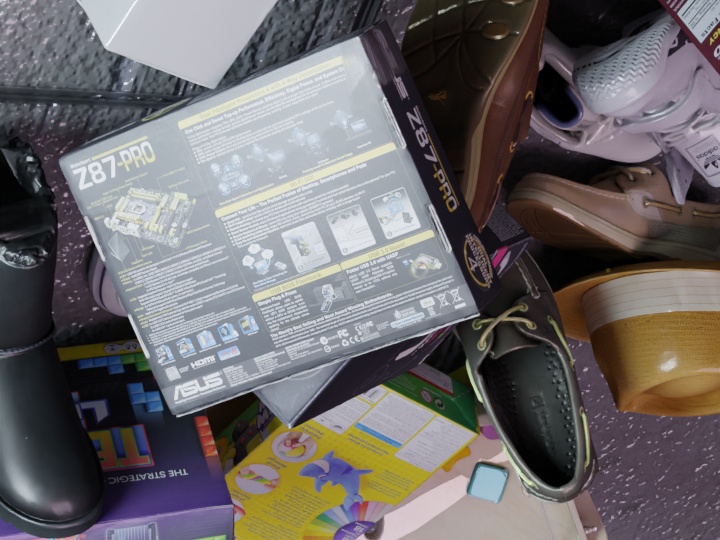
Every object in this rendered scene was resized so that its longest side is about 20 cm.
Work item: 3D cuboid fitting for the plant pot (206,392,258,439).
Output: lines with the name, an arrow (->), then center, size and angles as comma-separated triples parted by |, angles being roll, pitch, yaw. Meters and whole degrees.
plant pot -> -0.109, 0.117, 1.542 | 0.200, 0.028, 0.200 | -16, 136, -16

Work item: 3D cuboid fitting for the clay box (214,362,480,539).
clay box -> -0.029, 0.127, 1.507 | 0.115, 0.048, 0.200 | 29, 126, -29

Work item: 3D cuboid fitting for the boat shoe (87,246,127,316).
boat shoe -> -0.089, -0.035, 1.372 | 0.074, 0.067, 0.200 | 23, 117, -42

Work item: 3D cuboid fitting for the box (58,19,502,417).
box -> -0.045, -0.025, 1.227 | 0.200, 0.049, 0.161 | -20, 101, 26

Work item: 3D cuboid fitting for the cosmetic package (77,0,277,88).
cosmetic package -> -0.070, -0.209, 1.181 | 0.081, 0.113, 0.200 | 16, 123, -39

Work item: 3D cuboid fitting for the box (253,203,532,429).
box -> 0.000, 0.000, 1.360 | 0.122, 0.106, 0.200 | -50, 168, 24

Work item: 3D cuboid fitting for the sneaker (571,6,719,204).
sneaker -> 0.194, -0.097, 1.370 | 0.075, 0.115, 0.200 | -24, -173, 25

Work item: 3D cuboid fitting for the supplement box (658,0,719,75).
supplement box -> 0.212, -0.169, 1.311 | 0.109, 0.200, 0.061 | 22, 118, -42

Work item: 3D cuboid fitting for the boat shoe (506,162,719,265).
boat shoe -> 0.176, -0.041, 1.527 | 0.200, 0.072, 0.065 | 17, 81, -39

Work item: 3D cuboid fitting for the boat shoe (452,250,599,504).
boat shoe -> 0.103, 0.054, 1.478 | 0.072, 0.202, 0.060 | -20, 174, 1

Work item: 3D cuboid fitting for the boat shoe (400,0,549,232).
boat shoe -> 0.062, -0.100, 1.274 | 0.068, 0.072, 0.200 | 33, 72, -59

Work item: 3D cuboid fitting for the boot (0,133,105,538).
boot -> -0.194, 0.032, 1.289 | 0.073, 0.198, 0.163 | -11, 142, -24

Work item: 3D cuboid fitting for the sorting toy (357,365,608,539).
sorting toy -> 0.062, 0.140, 1.611 | 0.180, 0.107, 0.200 | -23, 138, -1

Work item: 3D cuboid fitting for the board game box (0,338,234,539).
board game box -> -0.189, 0.119, 1.372 | 0.200, 0.165, 0.057 | -7, 127, -14

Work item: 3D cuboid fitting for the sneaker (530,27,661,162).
sneaker -> 0.128, -0.104, 1.414 | 0.200, 0.087, 0.075 | 23, 116, -43

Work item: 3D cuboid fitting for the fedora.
fedora -> 0.216, 0.052, 1.555 | 0.200, 0.082, 0.201 | 1, 164, 0
